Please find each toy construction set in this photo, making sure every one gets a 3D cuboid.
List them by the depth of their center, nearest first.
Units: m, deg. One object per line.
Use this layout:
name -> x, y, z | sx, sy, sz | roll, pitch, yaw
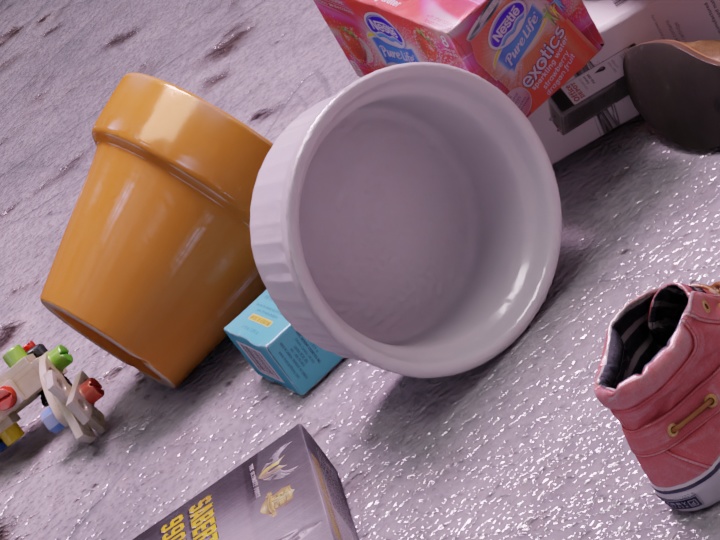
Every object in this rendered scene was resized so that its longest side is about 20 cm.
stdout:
toy construction set -> -0.288, 0.116, 1.798 | 0.199, 0.093, 0.131 | -23, 1, 13

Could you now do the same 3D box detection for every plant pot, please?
plant pot -> -0.144, -0.019, 1.753 | 0.184, 0.200, 0.200 | -58, 27, -9

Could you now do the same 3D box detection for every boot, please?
boot -> 0.255, -0.126, 1.531 | 0.075, 0.074, 0.200 | -27, 21, -28

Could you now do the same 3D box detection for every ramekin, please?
ramekin -> 0.024, -0.031, 1.504 | 0.200, 0.201, 0.098 | -45, 16, -20

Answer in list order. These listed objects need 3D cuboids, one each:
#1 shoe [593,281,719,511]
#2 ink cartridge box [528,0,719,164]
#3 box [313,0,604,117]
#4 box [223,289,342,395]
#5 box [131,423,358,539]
shoe -> 0.203, 0.030, 1.254 | 0.071, 0.091, 0.200 | -5, 38, 51
ink cartridge box -> 0.161, -0.170, 1.667 | 0.199, 0.083, 0.147 | -30, 33, 6
box -> 0.062, -0.180, 1.599 | 0.103, 0.095, 0.200 | -41, 33, -13
box -> 0.000, 0.000, 1.659 | 0.200, 0.049, 0.082 | -43, 24, -14
box -> -0.075, 0.194, 1.397 | 0.158, 0.048, 0.200 | -35, 23, 6
